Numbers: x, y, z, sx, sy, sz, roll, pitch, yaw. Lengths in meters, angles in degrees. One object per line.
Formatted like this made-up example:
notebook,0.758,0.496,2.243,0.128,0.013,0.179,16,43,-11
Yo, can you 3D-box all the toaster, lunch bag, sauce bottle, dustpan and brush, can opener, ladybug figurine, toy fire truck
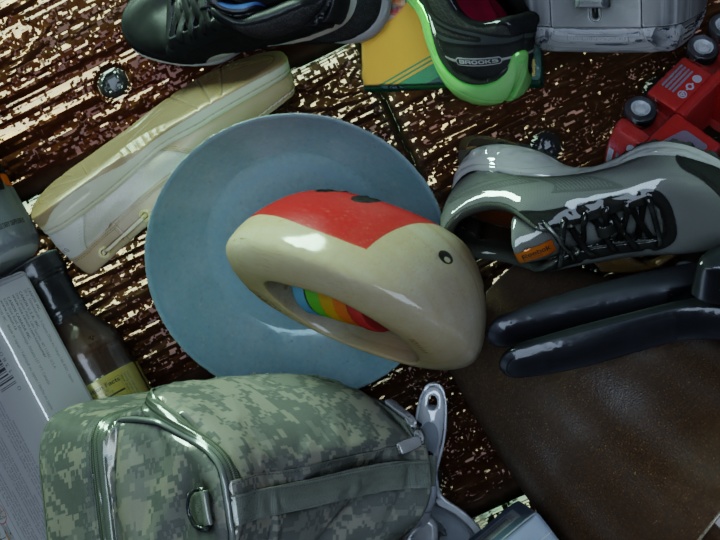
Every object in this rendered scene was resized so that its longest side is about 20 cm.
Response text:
toaster,0.160,-0.208,1.142,0.112,0.200,0.131,3,107,17
lunch bag,-0.071,0.134,1.128,0.167,0.199,0.141,-6,89,41
sauce bottle,-0.173,0.082,1.242,0.064,0.065,0.201,-29,87,7
dustpan and brush,0.038,0.172,1.212,0.138,0.057,0.202,7,93,6
can opener,0.171,0.020,1.078,0.198,0.064,0.079,-13,121,2
ladybug figurine,0.000,0.000,1.120,0.199,0.136,0.072,16,72,43
toy fire truck,0.262,-0.097,1.156,0.141,0.049,0.200,36,63,22

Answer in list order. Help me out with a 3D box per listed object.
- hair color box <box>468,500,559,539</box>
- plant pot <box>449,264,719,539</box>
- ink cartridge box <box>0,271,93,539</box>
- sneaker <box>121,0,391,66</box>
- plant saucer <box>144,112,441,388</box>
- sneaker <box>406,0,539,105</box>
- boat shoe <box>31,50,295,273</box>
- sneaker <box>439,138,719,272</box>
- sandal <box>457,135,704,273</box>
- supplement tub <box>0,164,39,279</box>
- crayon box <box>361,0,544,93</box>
hair color box,0.141,0.241,1.134,0.060,0.099,0.201,-38,89,-3
plant pot,0.156,0.088,1.157,0.200,0.187,0.187,39,96,16
ink cartridge box,-0.234,0.123,1.240,0.176,0.045,0.201,-29,88,47
sneaker,-0.090,-0.176,1.172,0.198,0.112,0.074,-3,88,28
plant saucer,-0.041,-0.013,1.216,0.199,0.039,0.203,1,113,1
sneaker,0.050,-0.193,1.115,0.076,0.084,0.201,-21,63,-32
boat shoe,-0.121,-0.071,1.233,0.199,0.074,0.069,-33,111,3
sneaker,0.139,-0.029,1.107,0.198,0.080,0.074,0,127,29
sandal,0.148,-0.030,1.191,0.198,0.080,0.054,22,83,12
supplement tub,-0.308,-0.073,1.222,0.122,0.123,0.201,-30,89,7
crayon box,0.059,-0.219,1.206,0.117,0.058,0.202,-1,92,7
